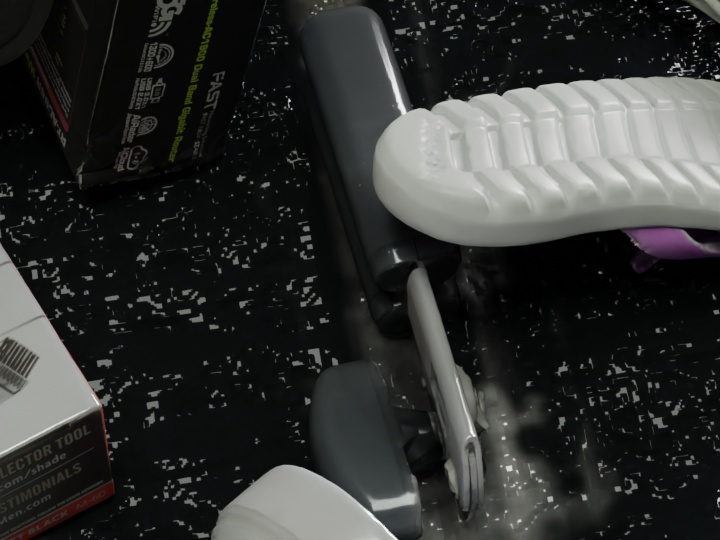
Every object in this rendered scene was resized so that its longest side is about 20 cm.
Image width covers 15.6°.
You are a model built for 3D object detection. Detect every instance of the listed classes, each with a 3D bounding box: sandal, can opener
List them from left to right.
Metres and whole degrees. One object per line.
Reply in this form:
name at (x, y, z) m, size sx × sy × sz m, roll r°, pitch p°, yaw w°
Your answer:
can opener at (0.000, 0.000, 0.903) m, size 0.066 × 0.053 × 0.201 m, roll -13°, pitch 57°, yaw -8°
sandal at (0.094, -0.028, 0.906) m, size 0.201 × 0.050 × 0.083 m, roll 1°, pitch 37°, yaw -22°

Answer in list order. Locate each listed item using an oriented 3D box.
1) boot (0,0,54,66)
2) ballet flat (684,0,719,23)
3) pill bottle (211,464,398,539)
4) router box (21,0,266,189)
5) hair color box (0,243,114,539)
boot at (-0.172, -0.173, 0.946) m, size 0.068 × 0.189 × 0.200 m, roll -26°, pitch 18°, yaw -13°
ballet flat at (0.157, -0.102, 0.944) m, size 0.069 × 0.070 × 0.200 m, roll -37°, pitch 52°, yaw -20°
pill bottle at (-0.066, 0.156, 0.769) m, size 0.116 × 0.117 × 0.200 m, roll 39°, pitch 67°, yaw 23°
router box at (-0.096, -0.155, 0.941) m, size 0.062 × 0.150 × 0.201 m, roll -11°, pitch 57°, yaw -25°
hair color box at (-0.179, 0.012, 0.894) m, size 0.110 × 0.064 × 0.200 m, roll -26°, pitch 59°, yaw -16°
